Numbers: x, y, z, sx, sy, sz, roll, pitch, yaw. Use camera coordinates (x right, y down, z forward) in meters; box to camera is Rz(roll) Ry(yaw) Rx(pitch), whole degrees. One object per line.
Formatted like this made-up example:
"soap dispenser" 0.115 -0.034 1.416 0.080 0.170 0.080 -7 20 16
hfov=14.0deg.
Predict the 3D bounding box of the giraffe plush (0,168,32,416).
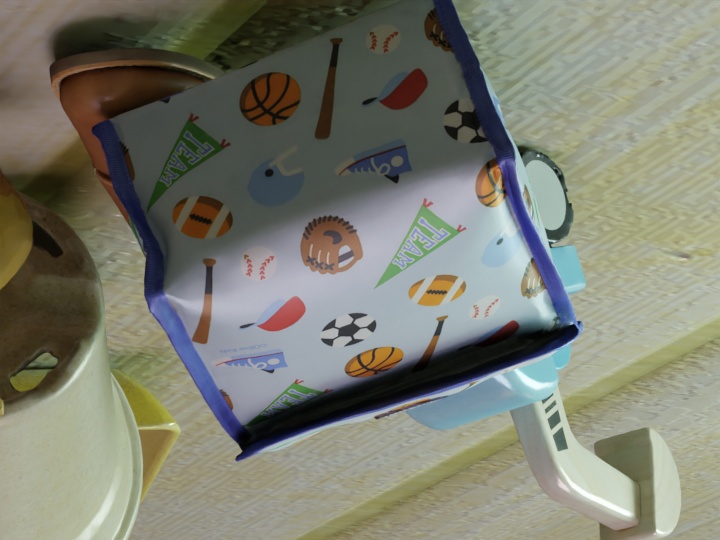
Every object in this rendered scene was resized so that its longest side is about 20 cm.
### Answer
"giraffe plush" -0.212 -0.040 1.196 0.172 0.200 0.163 2 132 -11

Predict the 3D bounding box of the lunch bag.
"lunch bag" 0.000 0.000 1.271 0.169 0.124 0.200 -19 146 3

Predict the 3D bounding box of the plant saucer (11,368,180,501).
"plant saucer" -0.221 0.101 1.767 0.199 0.049 0.200 -1 162 -13

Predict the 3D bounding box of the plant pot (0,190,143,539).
"plant pot" -0.198 0.057 1.445 0.199 0.201 0.184 -1 151 -11

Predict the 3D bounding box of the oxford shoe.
"oxford shoe" -0.085 -0.046 1.311 0.071 0.072 0.200 -7 160 13

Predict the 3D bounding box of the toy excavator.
"toy excavator" 0.073 0.049 1.442 0.100 0.201 0.194 -17 175 34
